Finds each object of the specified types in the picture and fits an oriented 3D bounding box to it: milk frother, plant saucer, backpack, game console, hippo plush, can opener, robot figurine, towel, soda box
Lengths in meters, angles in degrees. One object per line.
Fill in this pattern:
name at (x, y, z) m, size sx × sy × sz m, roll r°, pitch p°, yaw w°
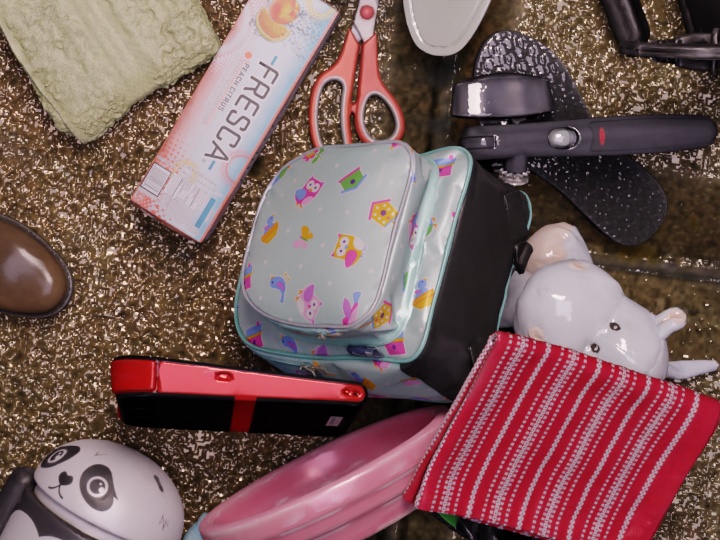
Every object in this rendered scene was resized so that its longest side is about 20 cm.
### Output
milk frother at (0.248, -0.238, 1.472) m, size 0.180 × 0.200 × 0.189 m, roll -18°, pitch 95°, yaw 3°
plant saucer at (-0.017, 0.162, 1.488) m, size 0.200 × 0.201 × 0.051 m, roll -26°, pitch 93°, yaw -1°
backpack at (0.000, 0.000, 1.470) m, size 0.153 × 0.199 × 0.177 m, roll 27°, pitch 68°, yaw -38°
game console at (-0.089, 0.091, 1.482) m, size 0.176 × 0.200 × 0.031 m, roll 3°, pitch 79°, yaw -4°
hippo plush at (0.155, 0.068, 1.510) m, size 0.200 × 0.161 × 0.159 m, roll 43°, pitch 91°, yaw -5°
can opener at (0.164, -0.100, 1.502) m, size 0.199 × 0.063 × 0.079 m, roll 1°, pitch 102°, yaw -10°
robot figurine at (-0.212, 0.222, 1.521) m, size 0.150 × 0.125 × 0.201 m, roll 27°, pitch 93°, yaw -8°
towel at (0.143, 0.126, 1.429) m, size 0.199 × 0.023 × 0.145 m, roll 18°, pitch 110°, yaw -28°
towel at (-0.206, -0.211, 1.531) m, size 0.148 × 0.036 × 0.200 m, roll -33°, pitch 95°, yaw -1°
soda box at (-0.091, -0.120, 1.526) m, size 0.063 × 0.068 × 0.201 m, roll 32°, pitch 94°, yaw -1°

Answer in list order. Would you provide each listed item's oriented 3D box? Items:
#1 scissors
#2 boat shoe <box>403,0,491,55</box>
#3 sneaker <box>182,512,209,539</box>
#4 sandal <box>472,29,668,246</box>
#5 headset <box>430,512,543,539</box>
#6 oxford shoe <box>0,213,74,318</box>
scissors at (-0.004, -0.182, 1.555) m, size 0.073 × 0.014 × 0.201 m, roll -1°, pitch 95°, yaw -2°
boat shoe at (0.081, -0.256, 1.530) m, size 0.075 × 0.060 × 0.201 m, roll 16°, pitch 96°, yaw 16°
sneaker at (-0.044, 0.240, 1.558) m, size 0.199 × 0.074 × 0.082 m, roll 20°, pitch 97°, yaw -5°
sandal at (0.149, -0.097, 1.559) m, size 0.075 × 0.048 × 0.201 m, roll -42°, pitch 108°, yaw 0°
headset at (0.135, 0.208, 1.541) m, size 0.200 × 0.123 × 0.094 m, roll 29°, pitch 66°, yaw -28°
oxford shoe at (-0.304, -0.020, 1.519) m, size 0.199 × 0.084 × 0.073 m, roll 27°, pitch 91°, yaw -6°
